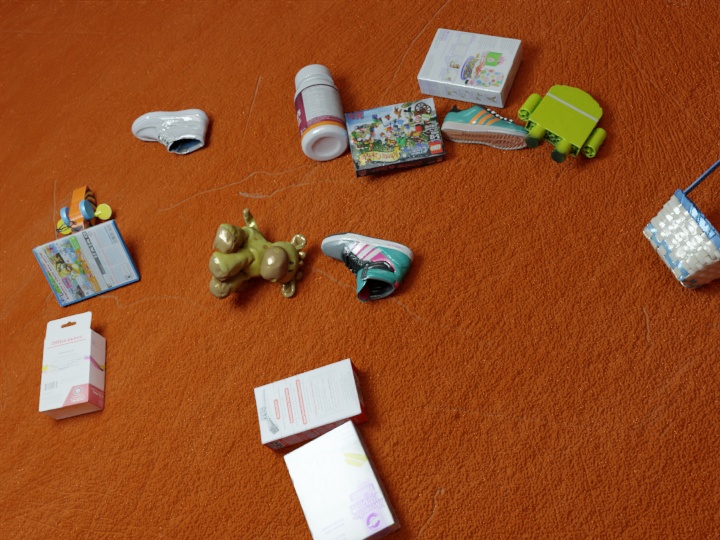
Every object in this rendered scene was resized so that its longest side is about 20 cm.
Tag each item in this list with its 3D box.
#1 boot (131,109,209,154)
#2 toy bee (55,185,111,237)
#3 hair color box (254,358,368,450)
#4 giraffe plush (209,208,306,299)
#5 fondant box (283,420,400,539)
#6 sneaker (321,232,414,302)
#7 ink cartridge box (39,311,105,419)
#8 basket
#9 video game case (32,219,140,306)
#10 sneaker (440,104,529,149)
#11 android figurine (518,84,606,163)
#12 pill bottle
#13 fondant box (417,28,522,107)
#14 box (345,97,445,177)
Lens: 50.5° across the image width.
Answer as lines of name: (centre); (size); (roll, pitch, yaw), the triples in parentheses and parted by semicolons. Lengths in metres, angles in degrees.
boot: (-0.465, -0.328, 1.840); (0.196, 0.074, 0.097); (-9, 55, 11)
toy bee: (-0.654, -0.104, 1.781); (0.128, 0.110, 0.202); (-6, 37, 22)
hair color box: (-0.094, 0.255, 1.443); (0.196, 0.064, 0.113); (-17, 61, 6)
giraffe plush: (-0.201, -0.019, 1.582); (0.159, 0.175, 0.201); (17, 35, 13)
fondant box: (-0.034, 0.393, 1.358); (0.142, 0.058, 0.202); (-28, 61, 1)
sneaker: (0.000, 0.000, 1.537); (0.196, 0.084, 0.122); (9, 57, 19)
ink cartridge box: (-0.608, 0.201, 1.620); (0.114, 0.068, 0.203); (-12, 63, 10)
basket: (0.619, -0.080, 1.345); (0.200, 0.138, 0.178); (-42, 55, 29)
video game case: (-0.610, -0.015, 1.700); (0.196, 0.145, 0.018); (-18, 19, 6)
sneaker: (0.270, -0.313, 1.618); (0.197, 0.071, 0.081); (13, 72, 23)
android figurine: (0.418, -0.307, 1.564); (0.180, 0.041, 0.201); (30, 59, 12)
pill bottle: (-0.092, -0.359, 1.726); (0.108, 0.110, 0.203); (-16, 60, 8)
fondant box: (0.244, -0.452, 1.696); (0.197, 0.058, 0.146); (15, 69, 24)
box: (0.074, -0.288, 1.647); (0.196, 0.038, 0.139); (-11, 72, -1)
